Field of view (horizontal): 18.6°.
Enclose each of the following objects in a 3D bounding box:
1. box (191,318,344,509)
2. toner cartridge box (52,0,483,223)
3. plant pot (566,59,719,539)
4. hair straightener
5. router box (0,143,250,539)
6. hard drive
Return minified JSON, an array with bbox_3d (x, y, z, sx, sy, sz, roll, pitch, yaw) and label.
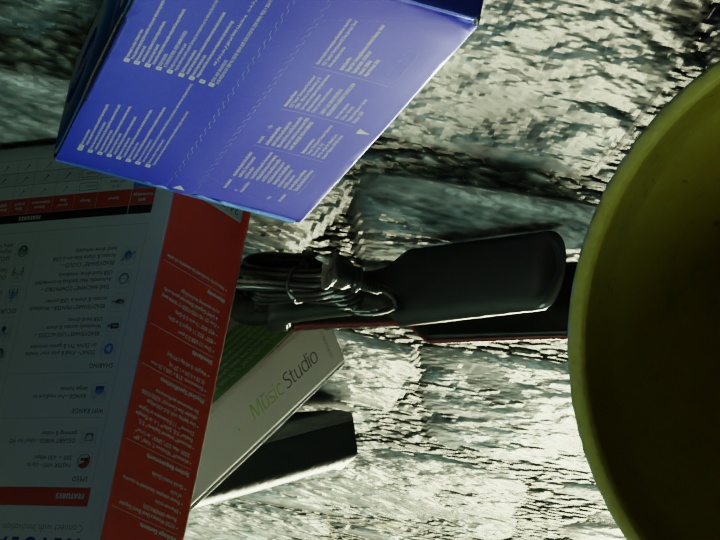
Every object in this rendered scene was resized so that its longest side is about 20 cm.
[{"bbox_3d":[-0.124,0.072,1.040,0.200,0.144,0.036,-7,114,41],"label":"box"},{"bbox_3d":[-0.034,-0.073,0.703,0.095,0.043,0.200,16,160,-13],"label":"toner cartridge box"},{"bbox_3d":[0.179,0.019,0.681,0.200,0.201,0.142,3,-174,21],"label":"plant pot"},{"bbox_3d":[0.000,0.000,0.922,0.200,0.041,0.077,3,160,34],"label":"hair straightener"},{"bbox_3d":[-0.150,0.041,0.884,0.200,0.180,0.049,-3,157,35],"label":"router box"},{"bbox_3d":[-0.116,0.106,1.155,0.139,0.033,0.200,-6,-178,39],"label":"hard drive"}]
